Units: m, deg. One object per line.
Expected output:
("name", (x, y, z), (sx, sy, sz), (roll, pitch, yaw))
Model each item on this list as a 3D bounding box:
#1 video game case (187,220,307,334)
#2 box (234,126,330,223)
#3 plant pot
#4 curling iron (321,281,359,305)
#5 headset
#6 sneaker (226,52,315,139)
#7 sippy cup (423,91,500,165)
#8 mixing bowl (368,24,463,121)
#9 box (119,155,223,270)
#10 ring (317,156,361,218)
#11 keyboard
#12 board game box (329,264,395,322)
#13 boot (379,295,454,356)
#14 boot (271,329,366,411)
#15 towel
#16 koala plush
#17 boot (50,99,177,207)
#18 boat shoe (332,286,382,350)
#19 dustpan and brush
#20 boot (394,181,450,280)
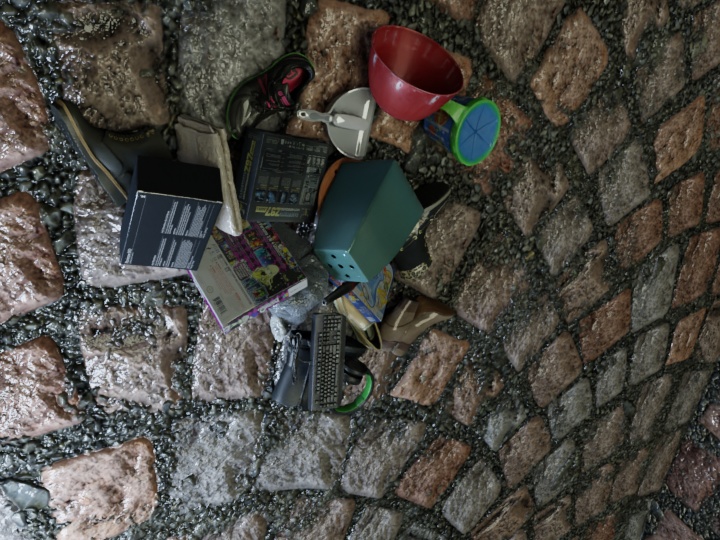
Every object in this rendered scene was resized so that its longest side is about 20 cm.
("video game case", (-0.221, -0.009, 1.309), (0.179, 0.201, 0.036), (-30, 154, -18))
("box", (-0.146, -0.173, 1.323), (0.198, 0.050, 0.162), (-5, 111, -55))
("plant pot", (0.005, -0.086, 1.361), (0.142, 0.138, 0.203), (53, 53, -39))
("curling iron", (-0.028, 0.023, 1.424), (0.200, 0.025, 0.051), (-41, 127, -52))
("headset", (-0.049, 0.228, 1.539), (0.123, 0.094, 0.201), (-41, 131, -6))
("sneaker", (-0.161, -0.314, 1.265), (0.200, 0.083, 0.077), (-46, 130, -7))
("sippy cup", (0.205, -0.308, 1.488), (0.138, 0.130, 0.181), (-31, 132, -23))
("mixing bowl", (0.090, -0.364, 1.367), (0.195, 0.203, 0.109), (-3, 143, -33))
("box", (-0.324, -0.090, 1.195), (0.137, 0.081, 0.201), (3, 145, -27))
("ring", (-0.025, -0.128, 1.449), (0.198, 0.019, 0.207), (-4, 95, -53))
("keyboard", (-0.089, 0.188, 1.450), (0.123, 0.021, 0.207), (-1, 100, -22))
("board game box", (0.000, 0.000, 1.526), (0.200, 0.034, 0.138), (47, 50, -41))
("boot", (0.127, 0.139, 1.715), (0.196, 0.070, 0.149), (16, 110, -38))
("boot", (-0.094, 0.228, 1.590), (0.195, 0.076, 0.173), (9, 105, -31))
("towel", (-0.266, -0.164, 1.236), (0.034, 0.131, 0.205), (-30, 127, -36))
("koala plush", (-0.144, 0.045, 1.417), (0.179, 0.181, 0.202), (-54, 162, -26))
("boot", (-0.400, -0.223, 1.162), (0.138, 0.077, 0.202), (-41, 143, -16))
("boat shoe", (0.004, 0.104, 1.597), (0.071, 0.076, 0.202), (-40, 129, -9))
("dustpan and brush", (-0.046, -0.292, 1.369), (0.195, 0.057, 0.144), (3, 108, -33))
("boot", (0.137, -0.088, 1.601), (0.202, 0.073, 0.155), (-41, 134, -11))
